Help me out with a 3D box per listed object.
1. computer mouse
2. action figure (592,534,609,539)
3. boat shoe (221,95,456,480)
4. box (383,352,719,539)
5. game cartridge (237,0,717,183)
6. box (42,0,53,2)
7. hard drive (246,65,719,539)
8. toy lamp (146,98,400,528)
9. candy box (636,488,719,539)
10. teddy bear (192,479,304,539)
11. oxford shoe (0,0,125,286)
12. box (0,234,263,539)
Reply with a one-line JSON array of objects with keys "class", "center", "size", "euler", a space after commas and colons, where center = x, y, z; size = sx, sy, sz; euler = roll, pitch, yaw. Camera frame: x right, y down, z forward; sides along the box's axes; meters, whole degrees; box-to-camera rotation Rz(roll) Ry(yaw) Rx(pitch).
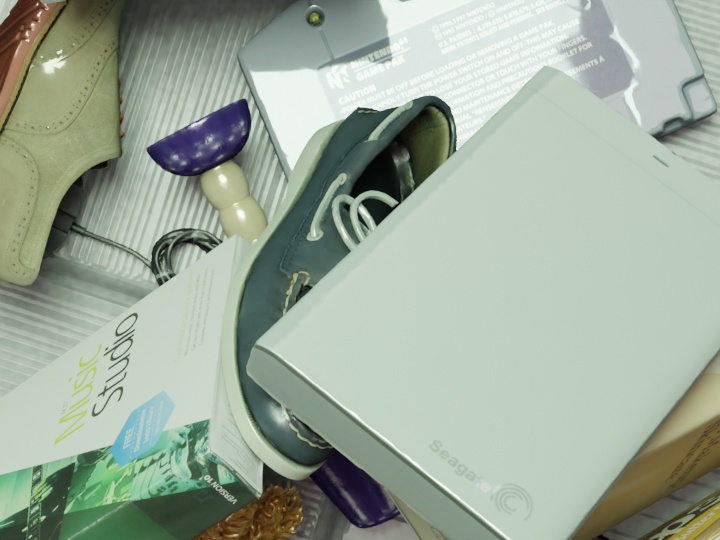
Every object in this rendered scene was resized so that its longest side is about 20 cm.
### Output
[{"class": "computer mouse", "center": [-0.130, -0.017, 0.883], "size": [0.199, 0.034, 0.059], "euler": [25, 86, 4]}, {"class": "action figure", "center": [0.023, 0.178, 0.844], "size": [0.130, 0.069, 0.200], "euler": [37, 92, -3]}, {"class": "boat shoe", "center": [0.000, 0.000, 0.772], "size": [0.062, 0.200, 0.075], "euler": [-25, 117, 33]}, {"class": "box", "center": [0.112, 0.051, 0.787], "size": [0.200, 0.095, 0.078], "euler": [-24, 66, -28]}, {"class": "game cartridge", "center": [0.051, -0.096, 0.879], "size": [0.199, 0.041, 0.134], "euler": [-22, 88, 1]}, {"class": "box", "center": [-0.077, -0.220, 0.777], "size": [0.144, 0.036, 0.201], "euler": [-7, 87, 3]}, {"class": "hard drive", "center": [0.068, 0.014, 0.726], "size": [0.132, 0.026, 0.200], "euler": [38, 53, 11]}, {"class": "toy lamp", "center": [-0.031, 0.023, 0.853], "size": [0.058, 0.058, 0.201], "euler": [-26, 94, 1]}, {"class": "candy box", "center": [0.163, 0.120, 0.782], "size": [0.200, 0.115, 0.055], "euler": [-28, 84, -23]}, {"class": "teddy bear", "center": [-0.096, 0.168, 0.816], "size": [0.067, 0.145, 0.200], "euler": [41, 83, 16]}, {"class": "oxford shoe", "center": [-0.138, -0.083, 0.866], "size": [0.075, 0.070, 0.200], "euler": [35, 66, -19]}, {"class": "box", "center": [-0.121, 0.084, 0.791], "size": [0.200, 0.145, 0.036], "euler": [-35, 117, 23]}]
